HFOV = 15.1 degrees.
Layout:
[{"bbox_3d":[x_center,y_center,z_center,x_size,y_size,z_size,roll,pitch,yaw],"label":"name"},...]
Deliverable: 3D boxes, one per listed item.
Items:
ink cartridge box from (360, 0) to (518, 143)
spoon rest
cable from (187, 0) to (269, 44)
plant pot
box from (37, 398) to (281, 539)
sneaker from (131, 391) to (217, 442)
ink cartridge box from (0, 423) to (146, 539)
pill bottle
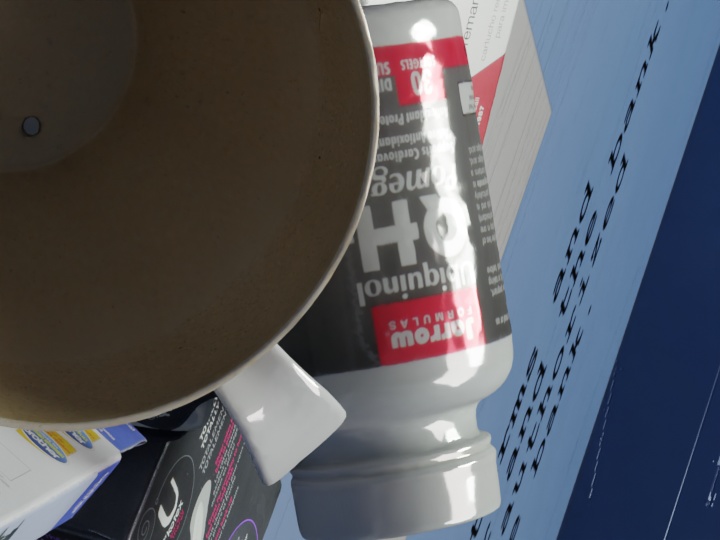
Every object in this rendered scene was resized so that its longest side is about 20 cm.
[{"bbox_3d":[-0.027,-0.108,1.182,0.199,0.083,0.148,-1,109,-48],"label":"ink cartridge box"},{"bbox_3d":[-0.086,-0.008,1.009,0.099,0.200,0.061,-41,153,-10],"label":"spoon rest"},{"bbox_3d":[-0.066,-0.160,0.990,0.051,0.163,0.201,-25,138,-33],"label":"cable"},{"bbox_3d":[-0.108,-0.064,0.926,0.134,0.199,0.202,-135,-125,-64],"label":"plant pot"},{"bbox_3d":[-0.112,0.093,1.204,0.200,0.105,0.123,80,28,-62],"label":"box"},{"bbox_3d":[-0.121,0.044,1.059,0.199,0.129,0.080,-59,160,-46],"label":"sneaker"},{"bbox_3d":[-0.157,0.050,0.939,0.042,0.119,0.200,-50,173,18],"label":"ink cartridge box"},{"bbox_3d":[0.000,0.000,1.065,0.111,0.110,0.201,-19,100,-74],"label":"pill bottle"}]
